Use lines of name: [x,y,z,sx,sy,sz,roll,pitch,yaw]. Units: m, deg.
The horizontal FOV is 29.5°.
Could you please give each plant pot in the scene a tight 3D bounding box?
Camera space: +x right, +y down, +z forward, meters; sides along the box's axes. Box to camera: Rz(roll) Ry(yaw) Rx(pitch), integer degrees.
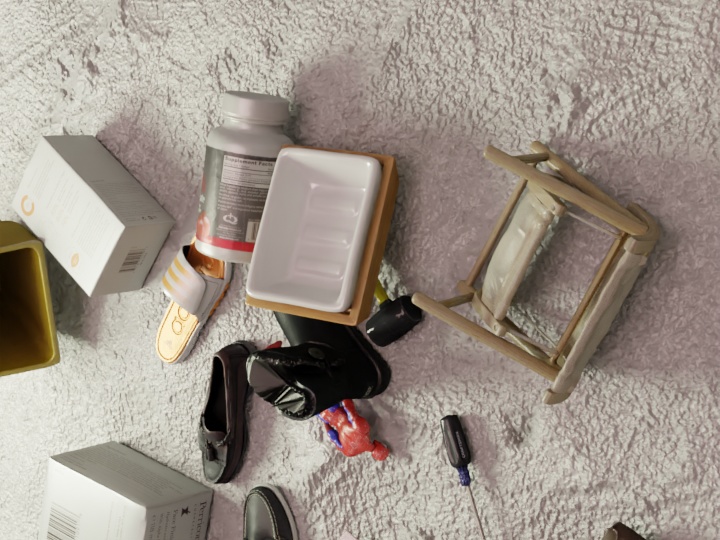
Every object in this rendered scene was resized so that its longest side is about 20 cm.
plant pot: [-0.554,0.028,1.950,0.200,0.195,0.195,-136,38,-58]

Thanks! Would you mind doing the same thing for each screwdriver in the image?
screwdriver: [0.126,0.264,1.576,0.028,0.029,0.201,-21,77,36]

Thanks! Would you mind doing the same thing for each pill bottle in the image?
pill bottle: [-0.140,-0.116,1.689,0.110,0.110,0.201,17,104,34]

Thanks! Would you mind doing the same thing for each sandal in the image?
sandal: [-0.234,0.042,1.808,0.079,0.059,0.207,37,115,28]

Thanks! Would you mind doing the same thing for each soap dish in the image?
soap dish: [-0.041,-0.041,1.608,0.157,0.081,0.201,9,82,30]

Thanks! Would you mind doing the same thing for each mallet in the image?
mallet: [0.000,0.000,1.646,0.066,0.041,0.200,-46,64,27]

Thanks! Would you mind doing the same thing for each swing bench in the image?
swing bench: [0.195,-0.002,1.444,0.200,0.130,0.200,36,114,23]

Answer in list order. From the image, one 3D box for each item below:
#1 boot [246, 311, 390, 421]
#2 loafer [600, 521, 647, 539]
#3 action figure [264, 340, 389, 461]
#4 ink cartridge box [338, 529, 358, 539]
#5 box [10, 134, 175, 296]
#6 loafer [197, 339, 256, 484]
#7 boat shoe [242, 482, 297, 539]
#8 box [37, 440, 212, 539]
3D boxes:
boot: [-0.077,0.090,1.628,0.200,0.168,0.077,45,119,25]
loafer: [0.243,0.343,1.484,0.200,0.073,0.071,-47,57,25]
action figure: [-0.041,0.167,1.684,0.200,0.052,0.066,41,122,21]
ink cartridge box: [-0.017,0.440,1.682,0.161,0.050,0.200,41,98,9]
box: [-0.369,-0.078,1.873,0.200,0.097,0.125,45,119,24]
loafer: [-0.185,0.188,1.783,0.072,0.063,0.201,23,108,33]
boat shoe: [-0.120,0.376,1.756,0.075,0.060,0.201,-15,86,36]
box: [-0.327,0.365,1.865,0.199,0.130,0.200,19,105,33]
